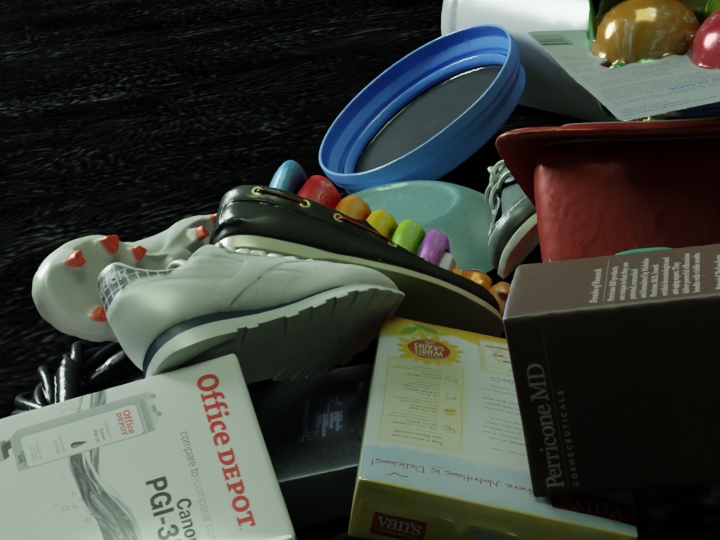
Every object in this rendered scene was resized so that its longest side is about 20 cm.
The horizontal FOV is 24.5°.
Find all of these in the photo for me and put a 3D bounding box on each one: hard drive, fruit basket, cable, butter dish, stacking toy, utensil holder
[{"bbox_3d":[-0.064,0.110,0.981,0.198,0.043,0.135,-11,21,4],"label":"hard drive"},{"bbox_3d":[0.209,-0.123,0.960,0.183,0.095,0.200,-11,27,-6],"label":"fruit basket"},{"bbox_3d":[-0.139,0.061,1.022,0.162,0.051,0.200,-5,15,30],"label":"cable"},{"bbox_3d":[0.190,0.002,0.998,0.198,0.149,0.199,1,-20,24],"label":"butter dish"},{"bbox_3d":[0.025,0.004,1.135,0.198,0.116,0.111,13,67,12],"label":"stacking toy"},{"bbox_3d":[0.197,-0.222,1.495,0.169,0.172,0.199,-23,25,-27],"label":"utensil holder"}]

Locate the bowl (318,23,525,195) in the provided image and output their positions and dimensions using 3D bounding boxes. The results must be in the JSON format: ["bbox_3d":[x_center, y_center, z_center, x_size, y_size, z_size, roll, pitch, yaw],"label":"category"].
[{"bbox_3d":[0.056,-0.135,1.435,0.199,0.039,0.201,-31,26,16],"label":"bowl"}]

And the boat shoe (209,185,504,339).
[{"bbox_3d":[0.001,-0.002,1.054,0.199,0.074,0.064,17,48,-14],"label":"boat shoe"}]

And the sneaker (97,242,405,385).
[{"bbox_3d":[-0.057,0.017,0.955,0.199,0.077,0.081,-6,46,-46],"label":"sneaker"}]

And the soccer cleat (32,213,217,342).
[{"bbox_3d":[-0.147,0.010,1.046,0.077,0.070,0.200,-26,-2,29],"label":"soccer cleat"}]

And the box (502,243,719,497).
[{"bbox_3d":[0.175,0.043,0.802,0.198,0.101,0.075,-7,20,16],"label":"box"}]

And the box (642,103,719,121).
[{"bbox_3d":[0.266,-0.067,1.104,0.121,0.048,0.200,-1,-11,24],"label":"box"}]

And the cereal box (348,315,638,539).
[{"bbox_3d":[0.071,0.093,0.899,0.142,0.040,0.200,12,24,0],"label":"cereal box"}]

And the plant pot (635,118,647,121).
[{"bbox_3d":[0.295,-0.181,1.321,0.198,0.184,0.201,-10,21,4],"label":"plant pot"}]

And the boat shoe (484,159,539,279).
[{"bbox_3d":[0.108,-0.046,1.182,0.073,0.062,0.200,-49,-3,15],"label":"boat shoe"}]

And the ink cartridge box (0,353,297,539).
[{"bbox_3d":[-0.134,0.139,0.839,0.198,0.083,0.147,-16,40,-7],"label":"ink cartridge box"}]

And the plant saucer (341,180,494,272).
[{"bbox_3d":[0.027,-0.032,1.289,0.199,0.039,0.201,-11,22,4],"label":"plant saucer"}]

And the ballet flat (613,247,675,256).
[{"bbox_3d":[0.205,0.040,0.880,0.199,0.068,0.070,20,11,-35],"label":"ballet flat"}]
